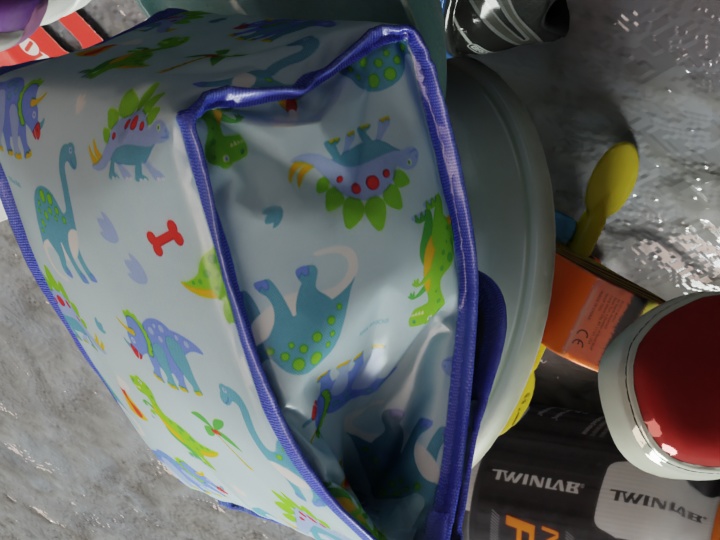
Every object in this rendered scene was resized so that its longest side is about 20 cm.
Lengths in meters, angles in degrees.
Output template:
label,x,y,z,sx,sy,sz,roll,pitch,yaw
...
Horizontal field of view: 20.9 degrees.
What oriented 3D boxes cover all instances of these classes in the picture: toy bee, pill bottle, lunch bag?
label,x,y,z,sx,sy,sz,roll,pitch,yaw
toy bee,0.082,-0.004,0.856,0.109,0.200,0.131,20,119,-35
pill bottle,0.115,0.123,0.973,0.200,0.106,0.106,6,139,32
lunch bag,-0.039,0.009,0.732,0.170,0.127,0.200,13,121,55

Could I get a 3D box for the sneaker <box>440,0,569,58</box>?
label,x,y,z,sx,sy,sz,roll,pitch,yaw
sneaker,0.061,-0.149,0.701,0.083,0.071,0.200,0,149,-5

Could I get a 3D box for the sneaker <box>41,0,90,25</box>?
label,x,y,z,sx,sy,sz,roll,pitch,yaw
sneaker,-0.222,-0.154,0.880,0.200,0.088,0.075,17,124,15

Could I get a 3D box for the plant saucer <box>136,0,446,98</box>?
label,x,y,z,sx,sy,sz,roll,pitch,yaw
plant saucer,-0.031,-0.118,0.749,0.200,0.036,0.200,40,154,24

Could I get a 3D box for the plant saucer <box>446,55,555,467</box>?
label,x,y,z,sx,sy,sz,roll,pitch,yaw
plant saucer,0.000,0.000,0.827,0.050,0.200,0.200,11,160,-35

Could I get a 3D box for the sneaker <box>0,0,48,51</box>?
label,x,y,z,sx,sy,sz,roll,pitch,yaw
sneaker,-0.213,-0.160,0.785,0.200,0.080,0.088,29,117,3

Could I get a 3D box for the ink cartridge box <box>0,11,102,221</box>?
label,x,y,z,sx,sy,sz,roll,pitch,yaw
ink cartridge box,-0.215,-0.098,0.998,0.161,0.050,0.200,46,146,-22

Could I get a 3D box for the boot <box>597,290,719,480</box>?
label,x,y,z,sx,sy,sz,roll,pitch,yaw
boot,0.197,0.026,0.735,0.144,0.200,0.072,-22,79,50
